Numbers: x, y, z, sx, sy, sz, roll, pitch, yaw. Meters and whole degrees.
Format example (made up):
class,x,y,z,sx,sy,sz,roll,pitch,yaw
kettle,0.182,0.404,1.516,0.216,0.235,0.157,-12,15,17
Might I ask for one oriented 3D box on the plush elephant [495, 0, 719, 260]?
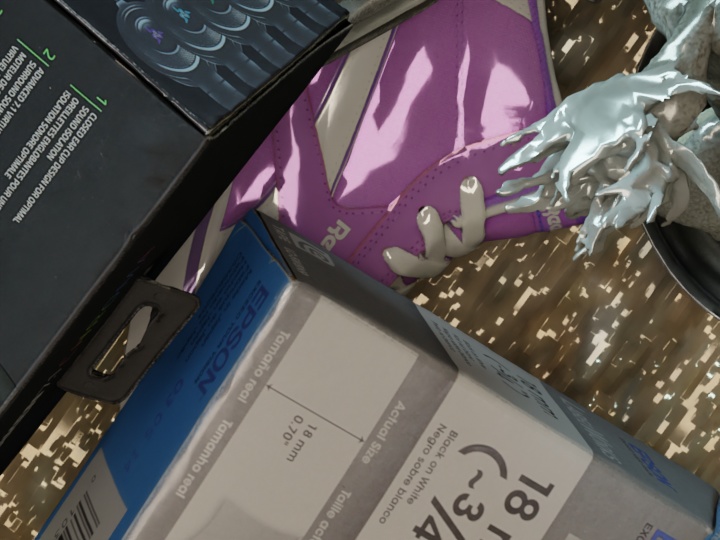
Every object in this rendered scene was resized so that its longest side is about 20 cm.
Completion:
class,x,y,z,sx,sy,sz,roll,pitch,yaw
plush elephant,0.137,-0.045,0.690,0.200,0.155,0.165,-45,49,-3

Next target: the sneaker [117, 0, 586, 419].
class,x,y,z,sx,sy,sz,roll,pitch,yaw
sneaker,0.000,0.000,0.795,0.114,0.073,0.201,14,95,1

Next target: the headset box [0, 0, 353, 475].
class,x,y,z,sx,sy,sz,roll,pitch,yaw
headset box,-0.126,-0.042,0.683,0.200,0.093,0.174,40,119,2

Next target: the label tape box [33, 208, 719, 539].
class,x,y,z,sx,sy,sz,roll,pitch,yaw
label tape box,0.019,0.098,0.767,0.200,0.063,0.144,31,97,-20

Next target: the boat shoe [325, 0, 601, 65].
class,x,y,z,sx,sy,sz,roll,pitch,yaw
boat shoe,0.048,-0.101,0.752,0.199,0.072,0.071,-22,85,3

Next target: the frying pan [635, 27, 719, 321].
class,x,y,z,sx,sy,sz,roll,pitch,yaw
frying pan,0.151,-0.063,0.794,0.115,0.031,0.190,41,87,-3
